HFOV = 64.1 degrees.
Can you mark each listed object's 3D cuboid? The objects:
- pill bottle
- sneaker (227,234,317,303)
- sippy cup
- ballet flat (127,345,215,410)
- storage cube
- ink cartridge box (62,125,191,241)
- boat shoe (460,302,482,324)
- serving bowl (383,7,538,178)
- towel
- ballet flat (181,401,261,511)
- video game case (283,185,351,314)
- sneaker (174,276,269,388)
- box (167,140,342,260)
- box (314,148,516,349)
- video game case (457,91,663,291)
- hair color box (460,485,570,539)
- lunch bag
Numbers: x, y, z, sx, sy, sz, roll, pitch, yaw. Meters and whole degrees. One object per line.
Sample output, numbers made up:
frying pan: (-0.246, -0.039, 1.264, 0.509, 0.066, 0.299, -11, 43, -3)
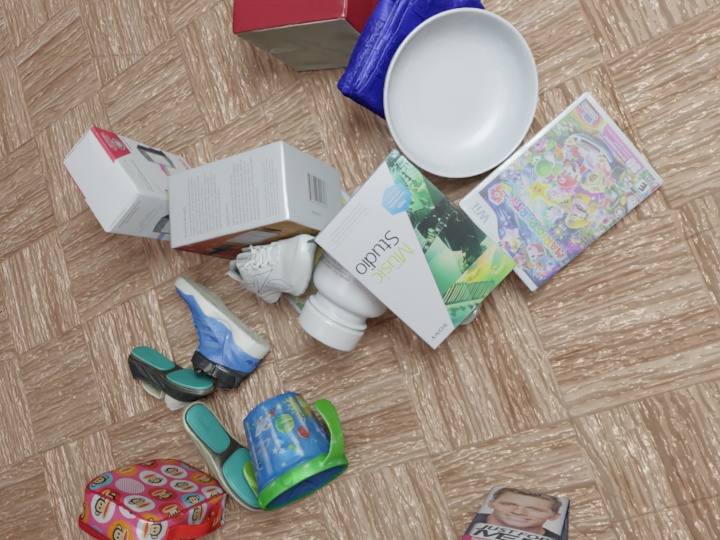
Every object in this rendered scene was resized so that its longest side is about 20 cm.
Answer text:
pill bottle: (0.000, 0.000, 0.770, 0.114, 0.114, 0.201, 33, 101, 22)
sneaker: (-0.123, -0.004, 0.795, 0.200, 0.087, 0.075, -29, 45, 53)
sippy cup: (-0.104, 0.254, 0.835, 0.177, 0.140, 0.131, -29, 66, -3)
ballet flat: (-0.317, 0.188, 0.968, 0.199, 0.068, 0.069, 18, 106, 34)
storage cube: (-0.057, -0.397, 0.798, 0.199, 0.171, 0.181, 3, 91, 24)
ink cartridge box: (-0.332, -0.126, 0.902, 0.086, 0.200, 0.148, -46, 72, 16)
boat shoe: (0.141, -0.030, 0.755, 0.060, 0.075, 0.201, 12, 77, 64)
serving bowl: (0.121, -0.224, 0.736, 0.198, 0.066, 0.202, -3, 109, -9)
towel: (0.071, -0.292, 0.752, 0.201, 0.147, 0.050, -61, 37, 13)
ballet flat: (-0.217, 0.296, 0.916, 0.069, 0.069, 0.201, -38, 85, 19)
video game case: (-0.060, -0.030, 0.872, 0.182, 0.023, 0.200, -47, 71, 16)
sneaker: (-0.249, 0.105, 0.924, 0.200, 0.077, 0.111, 39, 93, 14)
box: (-0.145, -0.088, 0.815, 0.199, 0.152, 0.107, -11, 80, 27)
box: (0.065, -0.023, 0.686, 0.200, 0.036, 0.144, 41, 100, -7)
video game case: (0.239, -0.093, 0.696, 0.200, 0.018, 0.143, -41, 91, 8)
hair color box: (0.178, 0.314, 0.657, 0.099, 0.200, 0.061, 2, 90, 24)
lunch bag: (-0.299, 0.361, 0.879, 0.175, 0.200, 0.083, 14, 90, 25)
